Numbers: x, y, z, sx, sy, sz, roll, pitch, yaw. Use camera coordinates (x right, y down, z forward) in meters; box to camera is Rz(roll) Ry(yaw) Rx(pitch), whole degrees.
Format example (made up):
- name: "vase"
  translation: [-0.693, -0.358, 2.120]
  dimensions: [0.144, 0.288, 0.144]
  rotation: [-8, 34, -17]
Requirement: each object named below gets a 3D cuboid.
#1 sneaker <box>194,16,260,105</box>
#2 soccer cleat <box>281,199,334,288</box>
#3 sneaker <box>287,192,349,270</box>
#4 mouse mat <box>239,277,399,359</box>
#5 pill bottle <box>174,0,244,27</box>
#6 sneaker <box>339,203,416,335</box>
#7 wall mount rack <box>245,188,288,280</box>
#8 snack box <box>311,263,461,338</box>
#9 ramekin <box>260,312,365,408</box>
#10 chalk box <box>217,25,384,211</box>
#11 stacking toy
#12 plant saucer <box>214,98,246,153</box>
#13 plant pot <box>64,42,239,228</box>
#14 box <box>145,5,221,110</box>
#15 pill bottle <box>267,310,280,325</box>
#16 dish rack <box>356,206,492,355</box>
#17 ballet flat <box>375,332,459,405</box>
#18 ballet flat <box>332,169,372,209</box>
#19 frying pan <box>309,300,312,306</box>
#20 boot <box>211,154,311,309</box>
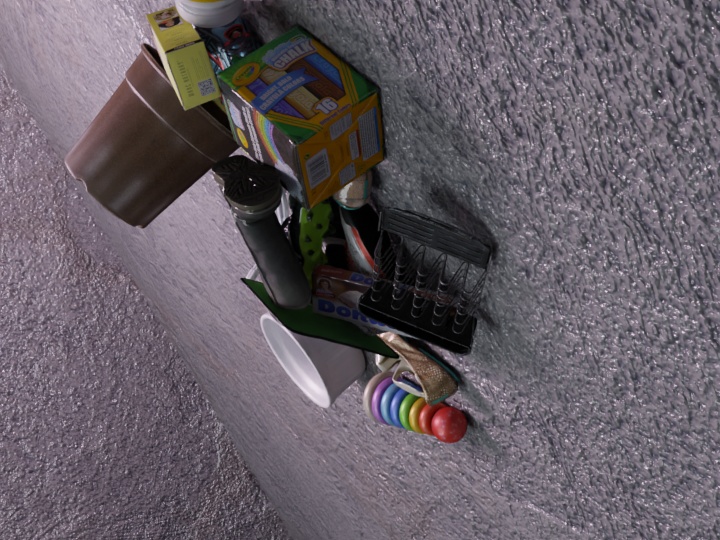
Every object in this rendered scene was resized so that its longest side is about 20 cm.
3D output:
- name: "sneaker"
  translation: [-0.172, -0.287, 1.335]
  dimensions: [0.200, 0.079, 0.096]
  rotation: [50, 158, 14]
- name: "soccer cleat"
  translation: [-0.080, -0.048, 1.341]
  dimensions: [0.081, 0.068, 0.200]
  rotation: [35, 150, 20]
- name: "sneaker"
  translation: [-0.037, -0.049, 1.463]
  dimensions: [0.201, 0.076, 0.115]
  rotation: [56, 178, -14]
- name: "mouse mat"
  translation: [-0.056, 0.065, 1.378]
  dimensions: [0.200, 0.008, 0.161]
  rotation: [19, -167, -37]
- name: "pill bottle"
  translation: [-0.179, -0.374, 1.150]
  dimensions: [0.112, 0.112, 0.200]
  rotation: [48, 159, 19]
- name: "sneaker"
  translation: [0.000, 0.001, 1.367]
  dimensions: [0.108, 0.067, 0.202]
  rotation: [-21, 110, 36]
- name: "wall mount rack"
  translation: [-0.147, -0.072, 1.534]
  dimensions: [0.200, 0.074, 0.174]
  rotation: [-173, 75, -83]
- name: "snack box"
  translation: [0.032, 0.046, 1.325]
  dimensions: [0.200, 0.024, 0.072]
  rotation: [13, 132, 16]
- name: "ramekin"
  translation: [-0.080, 0.136, 1.798]
  dimensions: [0.200, 0.098, 0.201]
  rotation: [45, 159, 23]
- name: "chalk box"
  translation: [-0.082, -0.195, 1.211]
  dimensions: [0.200, 0.124, 0.125]
  rotation: [45, 160, 29]
- name: "stacking toy"
  translation: [0.094, 0.221, 1.581]
  dimensions: [0.200, 0.085, 0.085]
  rotation: [15, 137, 52]
- name: "plant saucer"
  translation: [-0.179, -0.251, 1.481]
  dimensions: [0.200, 0.031, 0.200]
  rotation: [46, 159, 23]
- name: "plant pot"
  translation: [-0.296, -0.178, 1.429]
  dimensions: [0.200, 0.198, 0.200]
  rotation: [43, -174, -5]
- name: "box"
  translation: [-0.222, -0.268, 1.252]
  dimensions: [0.200, 0.050, 0.075]
  rotation: [-125, 17, -59]
- name: "pill bottle"
  translation: [-0.095, 0.011, 1.602]
  dimensions: [0.111, 0.111, 0.200]
  rotation: [49, 160, 15]
- name: "dish rack"
  translation: [0.077, 0.010, 1.195]
  dimensions: [0.153, 0.055, 0.200]
  rotation: [21, 149, 10]
- name: "ballet flat"
  translation: [0.062, 0.133, 1.503]
  dimensions: [0.200, 0.065, 0.071]
  rotation: [37, 164, 44]
- name: "ballet flat"
  translation: [-0.054, -0.161, 1.313]
  dimensions: [0.200, 0.068, 0.067]
  rotation: [40, 137, 23]
- name: "frying pan"
  translation: [-0.019, 0.048, 1.455]
  dimensions: [0.190, 0.031, 0.115]
  rotation: [25, -164, 0]
- name: "boot"
  translation: [-0.112, -0.033, 1.251]
  dimensions: [0.182, 0.072, 0.200]
  rotation: [-129, 20, -62]
